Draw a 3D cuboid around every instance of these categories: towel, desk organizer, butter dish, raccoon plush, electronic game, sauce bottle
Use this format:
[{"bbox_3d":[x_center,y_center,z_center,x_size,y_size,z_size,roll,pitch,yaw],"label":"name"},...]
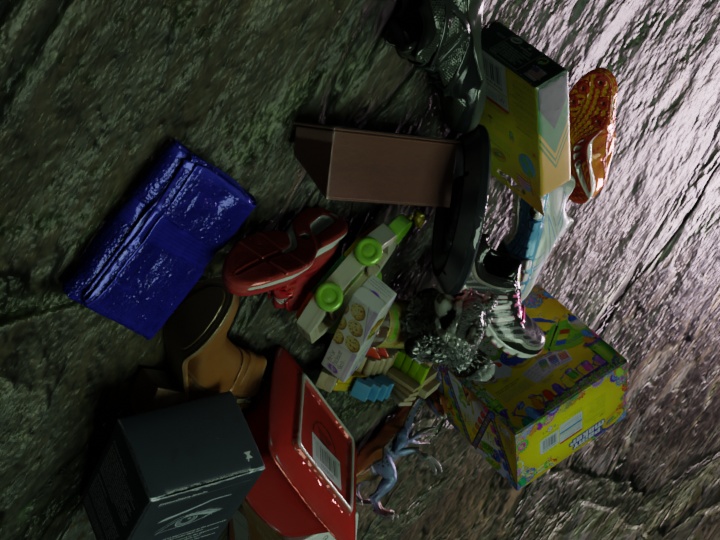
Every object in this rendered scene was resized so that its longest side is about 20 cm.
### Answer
[{"bbox_3d":[-0.206,-0.025,1.453,0.201,0.050,0.147,-51,140,5],"label":"towel"},{"bbox_3d":[0.017,-0.117,1.544,0.198,0.071,0.078,1,98,-43],"label":"desk organizer"},{"bbox_3d":[-0.100,0.234,1.675,0.146,0.201,0.201,-24,122,17],"label":"butter dish"},{"bbox_3d":[0.147,0.076,1.713,0.199,0.133,0.098,21,73,-43],"label":"raccoon plush"},{"bbox_3d":[0.121,-0.071,1.619,0.041,0.201,0.202,9,122,-7],"label":"electronic game"},{"bbox_3d":[0.070,0.069,1.777,0.198,0.065,0.065,3,120,-46],"label":"sauce bottle"}]

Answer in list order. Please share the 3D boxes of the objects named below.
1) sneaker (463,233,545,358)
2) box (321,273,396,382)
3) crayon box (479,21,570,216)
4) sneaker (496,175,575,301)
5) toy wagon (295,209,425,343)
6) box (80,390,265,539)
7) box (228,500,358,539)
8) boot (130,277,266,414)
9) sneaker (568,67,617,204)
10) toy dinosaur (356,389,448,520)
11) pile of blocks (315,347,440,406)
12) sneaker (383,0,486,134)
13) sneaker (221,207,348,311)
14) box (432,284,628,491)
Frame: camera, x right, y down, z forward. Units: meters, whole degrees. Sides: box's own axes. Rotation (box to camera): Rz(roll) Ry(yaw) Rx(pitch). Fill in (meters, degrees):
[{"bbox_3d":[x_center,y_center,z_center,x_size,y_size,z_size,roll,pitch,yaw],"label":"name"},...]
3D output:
[{"bbox_3d":[0.184,0.030,1.770,0.087,0.074,0.200,-34,110,27],"label":"sneaker"},{"bbox_3d":[-0.004,0.071,1.636,0.039,0.041,0.200,-46,171,-29],"label":"box"},{"bbox_3d":[0.190,-0.177,1.629,0.050,0.127,0.201,-30,139,-19],"label":"crayon box"},{"bbox_3d":[0.238,-0.043,1.819,0.086,0.075,0.202,-5,127,-28],"label":"sneaker"},{"bbox_3d":[0.000,0.000,1.625,0.200,0.039,0.155,-49,172,-9],"label":"toy wagon"},{"bbox_3d":[-0.217,0.242,1.570,0.147,0.105,0.201,-11,151,-33],"label":"box"},{"bbox_3d":[-0.091,0.357,1.798,0.105,0.152,0.202,-20,134,-30],"label":"box"},{"bbox_3d":[-0.160,0.095,1.583,0.154,0.074,0.201,12,124,-47],"label":"boot"},{"bbox_3d":[0.298,-0.182,1.786,0.077,0.072,0.202,-43,151,-37],"label":"sneaker"},{"bbox_3d":[0.045,0.242,1.887,0.198,0.105,0.184,12,94,-34],"label":"toy dinosaur"},{"bbox_3d":[0.034,0.126,1.776,0.198,0.082,0.063,0,123,-42],"label":"pile of blocks"},{"bbox_3d":[0.081,-0.232,1.525,0.113,0.076,0.201,-25,133,-22],"label":"sneaker"},{"bbox_3d":[-0.089,0.014,1.545,0.199,0.078,0.117,-27,143,-48],"label":"sneaker"},{"bbox_3d":[0.230,0.156,1.894,0.199,0.193,0.123,-29,138,-20],"label":"box"}]
